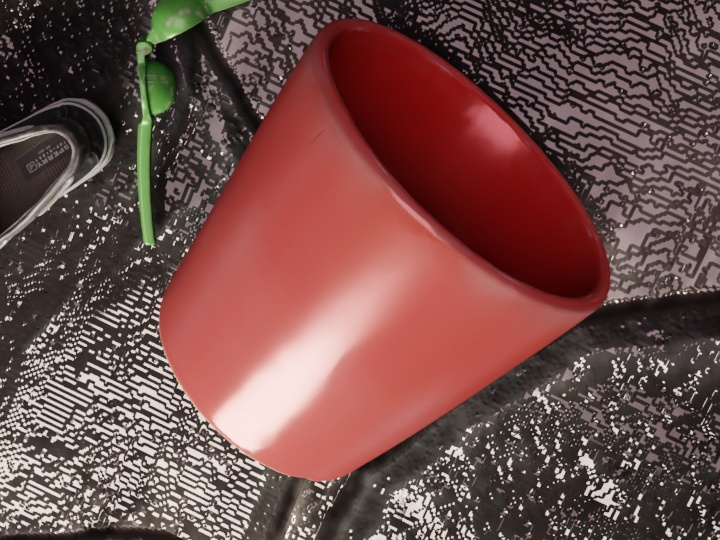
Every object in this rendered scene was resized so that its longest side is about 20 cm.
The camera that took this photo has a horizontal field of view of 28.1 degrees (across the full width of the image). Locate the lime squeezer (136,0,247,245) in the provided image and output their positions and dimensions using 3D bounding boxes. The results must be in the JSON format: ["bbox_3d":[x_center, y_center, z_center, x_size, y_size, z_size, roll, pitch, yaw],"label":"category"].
[{"bbox_3d":[-0.100,-0.114,0.832,0.070,0.038,0.201,26,105,-28],"label":"lime squeezer"}]

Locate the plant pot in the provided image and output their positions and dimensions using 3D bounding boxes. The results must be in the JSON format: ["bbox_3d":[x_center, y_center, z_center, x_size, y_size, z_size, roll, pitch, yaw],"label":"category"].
[{"bbox_3d":[0.000,0.000,0.751,0.200,0.200,0.177,45,115,-1],"label":"plant pot"}]

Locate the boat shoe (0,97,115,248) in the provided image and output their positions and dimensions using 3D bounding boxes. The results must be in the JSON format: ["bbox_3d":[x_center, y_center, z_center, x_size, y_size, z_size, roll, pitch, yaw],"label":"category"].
[{"bbox_3d":[-0.236,-0.039,0.843,0.199,0.071,0.072,-35,93,14],"label":"boat shoe"}]
